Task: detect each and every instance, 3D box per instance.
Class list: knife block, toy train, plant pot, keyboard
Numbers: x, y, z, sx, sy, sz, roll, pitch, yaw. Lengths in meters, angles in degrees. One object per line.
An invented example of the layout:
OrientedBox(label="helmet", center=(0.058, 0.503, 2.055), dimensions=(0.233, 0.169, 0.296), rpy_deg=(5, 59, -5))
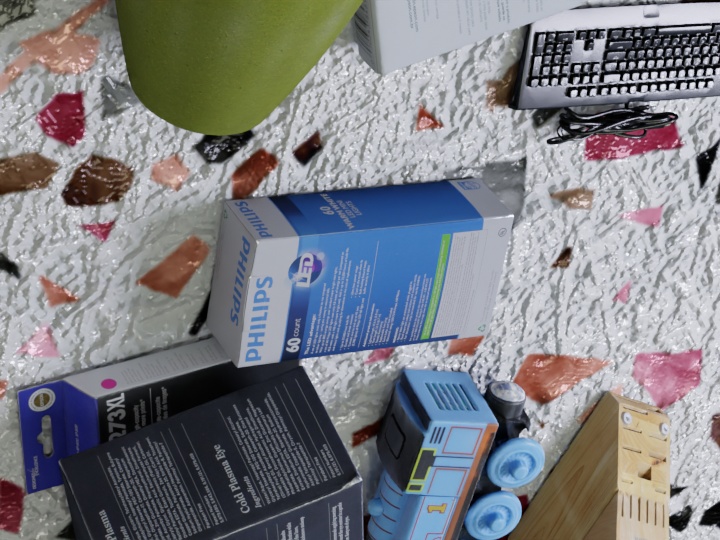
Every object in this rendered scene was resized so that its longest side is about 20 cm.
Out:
OrientedBox(label="knife block", center=(0.165, 0.212, 1.783), dimensions=(0.064, 0.175, 0.201), rpy_deg=(19, 66, -39))
OrientedBox(label="toy train", center=(0.061, 0.167, 1.669), dimensions=(0.114, 0.087, 0.201), rpy_deg=(5, 121, -22))
OrientedBox(label="plant pot", center=(-0.072, -0.184, 1.297), dimensions=(0.186, 0.188, 0.200), rpy_deg=(-6, 139, -27))
OrientedBox(label="keyboard", center=(0.202, -0.135, 1.564), dimensions=(0.199, 0.040, 0.105), rpy_deg=(-6, 124, -26))

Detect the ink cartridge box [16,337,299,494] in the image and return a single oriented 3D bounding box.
OrientedBox(label="ink cartridge box", center=(-0.138, 0.102, 1.539), dimensions=(0.199, 0.037, 0.095), rpy_deg=(-13, 128, -19))

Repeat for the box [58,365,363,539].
OrientedBox(label="box", center=(-0.099, 0.186, 1.532), dimensions=(0.181, 0.104, 0.200), rpy_deg=(-21, 148, -14))

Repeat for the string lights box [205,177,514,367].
OrientedBox(label="string lights box", center=(0.000, 0.000, 1.528), dimensions=(0.199, 0.059, 0.103), rpy_deg=(-6, 124, -27))

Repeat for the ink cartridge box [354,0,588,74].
OrientedBox(label="ink cartridge box", center=(0.082, -0.245, 1.416), dimensions=(0.199, 0.043, 0.197), rpy_deg=(-21, 129, -19))
